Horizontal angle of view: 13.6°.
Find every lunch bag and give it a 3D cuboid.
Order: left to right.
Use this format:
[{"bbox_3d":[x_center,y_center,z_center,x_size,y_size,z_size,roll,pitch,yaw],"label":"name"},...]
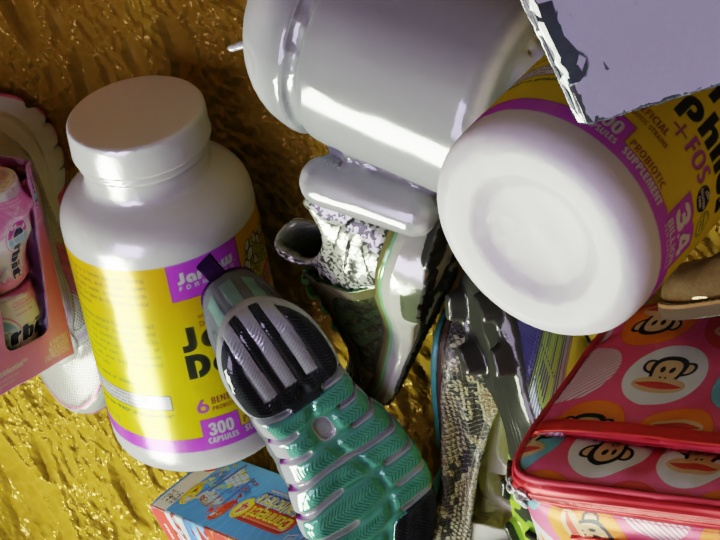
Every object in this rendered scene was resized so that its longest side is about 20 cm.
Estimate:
[{"bbox_3d":[0.174,0.094,1.410,0.199,0.176,0.082,4,129,37],"label":"lunch bag"}]

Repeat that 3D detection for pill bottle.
[{"bbox_3d":[-0.101,0.001,1.618,0.104,0.104,0.201,14,131,33],"label":"pill bottle"},{"bbox_3d":[0.125,-0.066,1.300,0.104,0.200,0.105,23,135,25],"label":"pill bottle"}]

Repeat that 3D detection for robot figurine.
[{"bbox_3d":[0.027,-0.102,1.424,0.199,0.113,0.170,25,96,24],"label":"robot figurine"}]

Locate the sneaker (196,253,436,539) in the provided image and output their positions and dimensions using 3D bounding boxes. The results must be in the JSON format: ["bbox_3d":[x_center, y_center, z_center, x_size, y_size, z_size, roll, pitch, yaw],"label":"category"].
[{"bbox_3d":[-0.023,0.075,1.571,0.201,0.074,0.088,64,174,-35],"label":"sneaker"}]

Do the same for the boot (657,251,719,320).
[{"bbox_3d":[0.211,-0.025,1.378,0.199,0.073,0.076,-20,89,44],"label":"boot"}]

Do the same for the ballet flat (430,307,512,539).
[{"bbox_3d":[0.067,0.101,1.605,0.075,0.068,0.201,16,132,10],"label":"ballet flat"}]

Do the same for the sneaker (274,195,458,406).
[{"bbox_3d":[0.000,0.000,1.536,0.088,0.077,0.200,26,153,6],"label":"sneaker"}]

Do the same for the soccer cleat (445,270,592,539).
[{"bbox_3d":[0.106,0.079,1.517,0.065,0.083,0.201,8,118,61],"label":"soccer cleat"}]

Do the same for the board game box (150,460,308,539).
[{"bbox_3d":[-0.018,0.211,1.718,0.201,0.056,0.196,61,161,-16],"label":"board game box"}]

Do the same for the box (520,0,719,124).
[{"bbox_3d":[0.121,-0.197,1.178,0.123,0.200,0.197,-14,114,27],"label":"box"}]

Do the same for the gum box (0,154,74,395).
[{"bbox_3d":[-0.250,-0.004,1.654,0.199,0.066,0.114,8,118,40],"label":"gum box"}]

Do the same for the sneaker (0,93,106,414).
[{"bbox_3d":[-0.199,0.003,1.730,0.081,0.088,0.201,-2,121,41],"label":"sneaker"}]
